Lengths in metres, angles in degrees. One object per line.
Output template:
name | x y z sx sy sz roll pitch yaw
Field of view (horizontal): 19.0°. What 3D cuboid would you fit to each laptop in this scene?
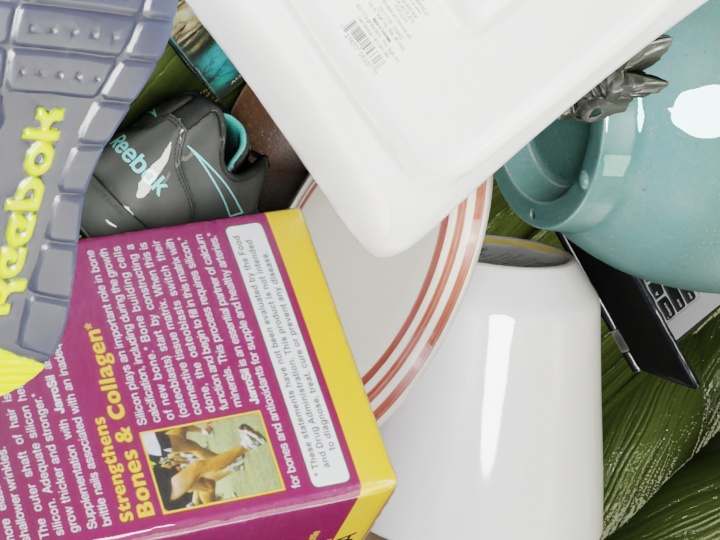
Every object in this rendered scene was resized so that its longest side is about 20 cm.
laptop | 0.164 -0.047 1.224 0.200 0.188 0.116 -33 -173 -39

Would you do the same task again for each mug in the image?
mug | 0.065 0.058 1.203 0.187 0.149 0.154 -132 -134 -71

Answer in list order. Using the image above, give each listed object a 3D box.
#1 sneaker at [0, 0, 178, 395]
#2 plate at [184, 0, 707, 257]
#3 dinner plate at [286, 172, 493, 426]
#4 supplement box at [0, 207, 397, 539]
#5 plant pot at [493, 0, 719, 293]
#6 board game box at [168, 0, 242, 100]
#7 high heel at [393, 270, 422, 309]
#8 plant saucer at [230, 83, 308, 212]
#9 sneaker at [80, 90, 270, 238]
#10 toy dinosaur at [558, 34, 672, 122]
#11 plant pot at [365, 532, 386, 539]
sneaker | -0.122 -0.059 0.709 0.074 0.082 0.201 10 111 -40
plate | 0.041 -0.123 0.786 0.200 0.032 0.200 -39 127 -4
dinner plate | 0.000 0.000 1.035 0.200 0.024 0.201 -39 141 -40
supplement box | -0.105 0.066 0.834 0.199 0.131 0.103 -8 153 -22
plant pot | 0.141 -0.081 1.022 0.134 0.201 0.201 -5 148 -25
board game box | -0.003 -0.158 0.829 0.200 0.028 0.135 -44 168 -1
high heel | -0.017 0.040 1.140 0.096 0.067 0.201 90 25 -70
plant saucer | 0.012 -0.092 1.035 0.200 0.037 0.201 -42 164 -15
sneaker | -0.067 -0.025 0.947 0.079 0.075 0.200 -47 167 1
toy dinosaur | 0.044 -0.112 0.894 0.135 0.103 0.200 0 165 -24
plant pot | -0.055 0.154 1.329 0.200 0.200 0.175 -36 148 -31
